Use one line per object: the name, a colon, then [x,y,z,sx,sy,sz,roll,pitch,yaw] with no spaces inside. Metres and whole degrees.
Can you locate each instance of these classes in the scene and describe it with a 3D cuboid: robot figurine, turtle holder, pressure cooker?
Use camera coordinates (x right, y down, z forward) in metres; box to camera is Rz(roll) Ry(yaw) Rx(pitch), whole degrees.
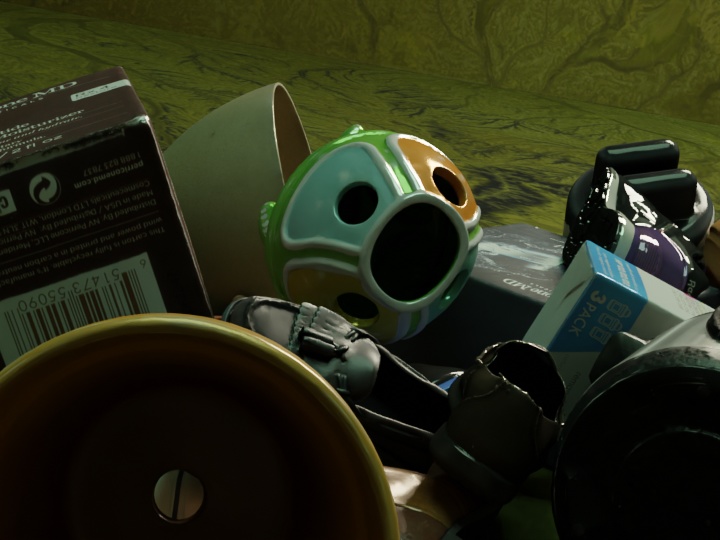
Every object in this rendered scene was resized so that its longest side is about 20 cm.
robot figurine: [0.227,-0.012,1.478,0.125,0.200,0.150,19,44,19]
turtle holder: [-0.001,-0.011,1.197,0.185,0.141,0.132,-28,17,-13]
pressure cooker: [0.215,0.112,1.034,0.178,0.176,0.200,-15,1,27]

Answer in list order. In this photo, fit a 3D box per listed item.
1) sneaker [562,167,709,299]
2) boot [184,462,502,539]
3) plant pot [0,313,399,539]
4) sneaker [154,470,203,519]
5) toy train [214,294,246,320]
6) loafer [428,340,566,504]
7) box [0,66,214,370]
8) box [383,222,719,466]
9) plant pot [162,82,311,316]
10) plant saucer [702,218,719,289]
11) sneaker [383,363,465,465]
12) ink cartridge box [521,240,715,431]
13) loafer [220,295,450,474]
sneaker: [0.203,-0.011,1.285,0.087,0.076,0.200,25,19,-5]
boot: [-0.021,0.107,0.988,0.200,0.069,0.188,34,27,-1]
plant pot: [-0.088,0.117,0.803,0.200,0.201,0.183,9,1,-4]
sneaker: [-0.110,0.103,0.998,0.071,0.073,0.200,-1,24,0]
toy train: [-0.091,0.057,1.276,0.150,0.056,0.200,2,16,-27]
loafer: [0.095,0.077,1.027,0.073,0.071,0.200,36,15,0]
box: [-0.204,-0.023,1.189,0.166,0.165,0.200,-19,19,-7]
box: [0.136,0.050,1.339,0.196,0.118,0.200,21,19,36]
plant pot: [-0.106,-0.038,1.425,0.134,0.201,0.200,-14,12,7]
plant saucer: [0.321,0.053,1.383,0.037,0.200,0.200,-30,15,4]
sneaker: [0.004,0.102,1.163,0.200,0.070,0.078,-5,4,-41]
ink cartridge box: [0.208,0.082,1.169,0.200,0.115,0.068,28,18,-9]
loafer: [0.007,0.068,1.072,0.200,0.072,0.063,35,-40,-27]
